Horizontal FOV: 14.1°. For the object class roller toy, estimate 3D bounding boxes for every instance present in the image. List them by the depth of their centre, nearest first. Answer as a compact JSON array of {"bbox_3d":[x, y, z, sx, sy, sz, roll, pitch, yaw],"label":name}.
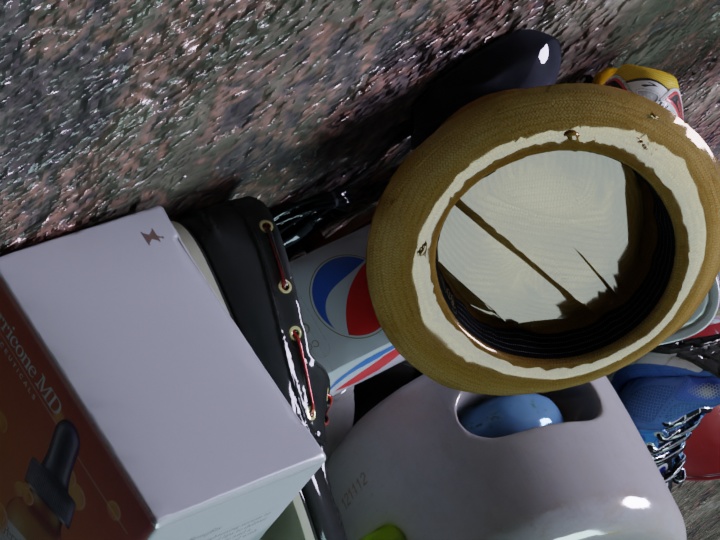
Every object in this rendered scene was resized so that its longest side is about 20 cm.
[{"bbox_3d":[0.075,0.135,1.595,0.182,0.140,0.200,-34,147,11],"label":"roller toy"}]

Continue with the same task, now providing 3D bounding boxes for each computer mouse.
[{"bbox_3d":[0.022,-0.055,1.487,0.200,0.034,0.059,-36,165,6],"label":"computer mouse"}]

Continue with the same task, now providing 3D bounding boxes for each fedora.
[{"bbox_3d":[0.088,-0.028,1.466,0.200,0.082,0.201,-9,130,-11],"label":"fedora"}]

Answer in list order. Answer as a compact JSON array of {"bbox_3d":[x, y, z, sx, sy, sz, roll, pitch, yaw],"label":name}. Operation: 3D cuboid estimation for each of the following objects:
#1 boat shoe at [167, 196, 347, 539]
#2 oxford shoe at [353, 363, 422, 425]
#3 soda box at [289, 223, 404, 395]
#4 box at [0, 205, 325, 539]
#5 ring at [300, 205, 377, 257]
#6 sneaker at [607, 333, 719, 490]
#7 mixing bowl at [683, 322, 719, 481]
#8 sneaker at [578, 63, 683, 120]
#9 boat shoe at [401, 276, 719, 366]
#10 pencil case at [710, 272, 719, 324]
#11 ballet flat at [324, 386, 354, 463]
[{"bbox_3d":[-0.041,0.063,1.408,0.063,0.202,0.074,-21,-178,-28],"label":"boat shoe"},{"bbox_3d":[-0.054,0.092,1.701,0.200,0.071,0.072,-27,124,-14],"label":"oxford shoe"},{"bbox_3d":[-0.039,0.037,1.500,0.200,0.064,0.068,-26,168,-27],"label":"soda box"},{"bbox_3d":[-0.134,0.094,1.385,0.106,0.152,0.200,-19,157,-40],"label":"box"},{"bbox_3d":[0.000,0.000,1.626,0.200,0.019,0.201,-33,164,-10],"label":"ring"},{"bbox_3d":[0.173,0.091,1.692,0.078,0.089,0.200,-9,169,-27],"label":"sneaker"},{"bbox_3d":[0.203,0.018,1.812,0.200,0.200,0.108,-36,148,3],"label":"mixing bowl"},{"bbox_3d":[0.143,-0.065,1.610,0.078,0.082,0.200,13,172,-8],"label":"sneaker"},{"bbox_3d":[0.102,0.021,1.642,0.199,0.076,0.060,0,-176,4],"label":"boat shoe"},{"bbox_3d":[0.194,-0.001,1.710,0.199,0.083,0.087,-16,168,14],"label":"pencil case"},{"bbox_3d":[-0.082,0.066,1.555,0.200,0.070,0.069,7,139,-41],"label":"ballet flat"}]
